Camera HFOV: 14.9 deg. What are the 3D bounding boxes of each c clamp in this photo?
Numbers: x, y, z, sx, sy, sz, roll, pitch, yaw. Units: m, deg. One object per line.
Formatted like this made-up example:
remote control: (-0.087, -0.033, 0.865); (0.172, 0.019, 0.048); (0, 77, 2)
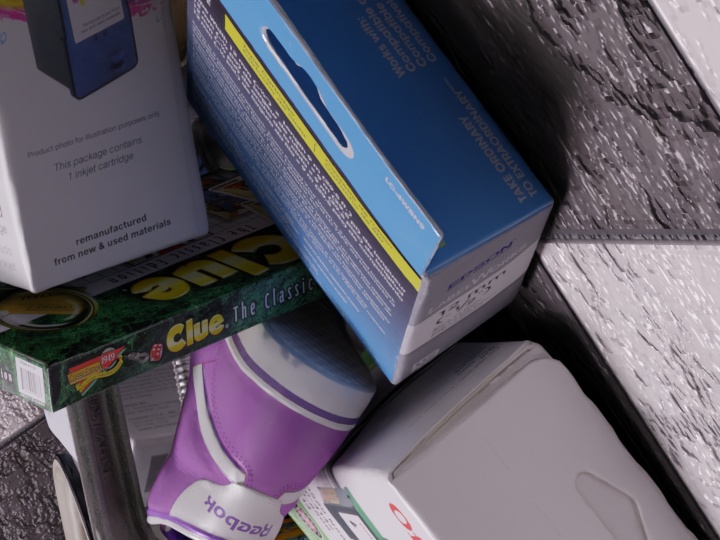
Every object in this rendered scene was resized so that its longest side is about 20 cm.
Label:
c clamp: (-0.081, 0.047, 1.179); (0.171, 0.027, 0.200); (10, -110, -67)

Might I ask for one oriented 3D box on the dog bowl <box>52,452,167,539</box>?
dog bowl: (-0.094, 0.179, 1.394); (0.200, 0.074, 0.200); (164, 90, -79)

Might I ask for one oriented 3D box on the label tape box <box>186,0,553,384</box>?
label tape box: (0.001, -0.054, 0.972); (0.143, 0.066, 0.200); (54, 167, 11)

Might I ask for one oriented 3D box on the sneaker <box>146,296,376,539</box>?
sneaker: (-0.055, 0.053, 1.143); (0.073, 0.114, 0.200); (27, -166, -11)

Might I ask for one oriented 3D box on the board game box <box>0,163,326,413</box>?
board game box: (-0.077, 0.000, 1.081); (0.105, 0.200, 0.023); (22, 122, 39)

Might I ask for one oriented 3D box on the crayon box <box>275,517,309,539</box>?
crayon box: (-0.001, 0.148, 1.388); (0.200, 0.119, 0.058); (155, 99, -78)

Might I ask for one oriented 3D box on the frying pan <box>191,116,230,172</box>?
frying pan: (-0.005, -0.011, 1.204); (0.190, 0.031, 0.115); (35, 161, 34)

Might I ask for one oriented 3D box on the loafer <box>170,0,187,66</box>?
loafer: (-0.115, -0.152, 1.138); (0.067, 0.076, 0.200); (50, 170, 52)

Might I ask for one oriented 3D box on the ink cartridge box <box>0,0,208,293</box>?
ink cartridge box: (-0.145, -0.106, 1.052); (0.145, 0.087, 0.200); (16, 119, 50)

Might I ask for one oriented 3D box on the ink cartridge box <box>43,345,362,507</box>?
ink cartridge box: (-0.097, 0.041, 1.410); (0.200, 0.160, 0.047); (43, 130, 44)

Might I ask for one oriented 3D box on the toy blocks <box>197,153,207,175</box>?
toy blocks: (-0.130, -0.036, 1.248); (0.100, 0.137, 0.200); (30, 168, 32)

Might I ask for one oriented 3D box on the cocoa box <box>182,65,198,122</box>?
cocoa box: (-0.192, -0.088, 1.382); (0.200, 0.133, 0.131); (49, 134, 29)

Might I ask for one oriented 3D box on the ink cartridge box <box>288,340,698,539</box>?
ink cartridge box: (0.051, 0.108, 1.126); (0.146, 0.084, 0.200); (51, 166, -9)

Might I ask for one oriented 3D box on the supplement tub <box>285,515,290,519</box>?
supplement tub: (-0.064, 0.139, 1.644); (0.200, 0.122, 0.123); (57, 168, -8)
